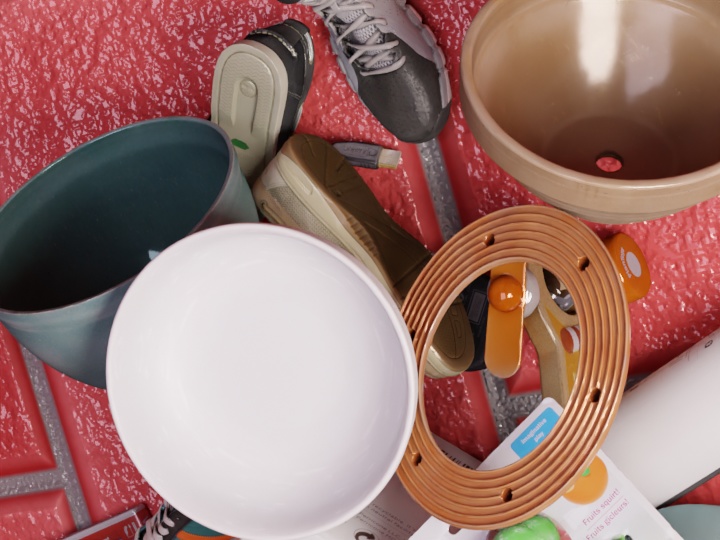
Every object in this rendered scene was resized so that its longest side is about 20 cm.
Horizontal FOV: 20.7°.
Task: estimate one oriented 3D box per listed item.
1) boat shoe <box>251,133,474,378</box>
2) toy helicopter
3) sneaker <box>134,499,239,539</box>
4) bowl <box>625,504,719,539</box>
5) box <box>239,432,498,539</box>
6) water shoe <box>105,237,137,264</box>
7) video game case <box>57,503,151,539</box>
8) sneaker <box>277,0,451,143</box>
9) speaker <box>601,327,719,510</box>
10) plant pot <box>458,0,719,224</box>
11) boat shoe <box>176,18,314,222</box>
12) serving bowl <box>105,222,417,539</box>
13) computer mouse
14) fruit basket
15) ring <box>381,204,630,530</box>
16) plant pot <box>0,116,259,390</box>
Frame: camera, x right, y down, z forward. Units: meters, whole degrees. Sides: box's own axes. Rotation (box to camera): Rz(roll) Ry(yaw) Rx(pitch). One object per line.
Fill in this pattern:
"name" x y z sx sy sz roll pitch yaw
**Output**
"boat shoe" 0.000 0.000 1.340 0.200 0.072 0.065 51 121 13
"toy helicopter" 0.124 0.048 1.257 0.079 0.132 0.200 -23 52 31
"sneaker" -0.126 0.185 1.491 0.200 0.071 0.080 -33 122 24
"bowl" 0.228 0.230 1.288 0.200 0.105 0.201 11 132 13
"box" 0.032 0.218 1.353 0.199 0.200 0.131 30 116 15
"water shoe" -0.158 0.061 1.482 0.071 0.079 0.200 -19 95 31
"video game case" -0.186 0.302 1.603 0.143 0.017 0.200 -26 92 31
"sneaker" -0.015 -0.169 1.318 0.075 0.115 0.200 -23 93 31
"speaker" 0.205 0.106 1.300 0.200 0.081 0.081 -38 85 30
"plant pot" 0.160 -0.096 1.224 0.201 0.201 0.093 25 145 20
"boat shoe" -0.079 -0.091 1.408 0.072 0.068 0.200 29 132 8
"serving bowl" -0.055 0.065 1.235 0.200 0.066 0.201 3 100 16
"computer mouse" 0.026 -0.014 1.388 0.200 0.046 0.141 14 95 22
"fruit basket" 0.115 0.209 1.171 0.185 0.094 0.200 -46 76 12
"ring" 0.087 0.058 1.191 0.200 0.019 0.201 -21 59 41
"plant pot" -0.149 0.008 1.358 0.200 0.200 0.134 -6 130 29
